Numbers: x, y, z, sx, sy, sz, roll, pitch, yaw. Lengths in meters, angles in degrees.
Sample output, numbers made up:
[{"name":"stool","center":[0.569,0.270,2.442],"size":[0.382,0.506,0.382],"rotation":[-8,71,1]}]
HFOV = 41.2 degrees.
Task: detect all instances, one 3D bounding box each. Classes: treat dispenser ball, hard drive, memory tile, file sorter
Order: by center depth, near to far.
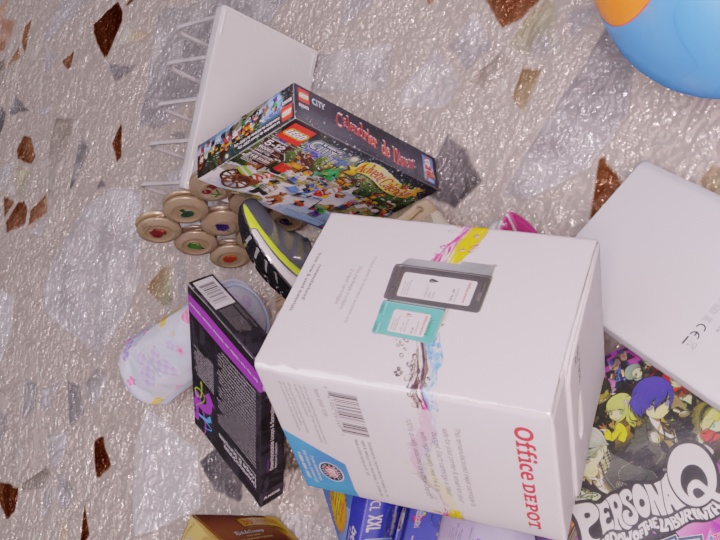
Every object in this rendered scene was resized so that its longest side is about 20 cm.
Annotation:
[{"name":"treat dispenser ball","center":[0.261,-0.223,0.668],"size":[0.199,0.199,0.205],"rotation":[-14,68,40]},{"name":"hard drive","center":[0.240,0.007,0.701],"size":[0.132,0.026,0.200],"rotation":[-48,40,-2]},{"name":"memory tile","center":[-0.135,-0.063,1.038],"size":[0.199,0.152,0.017],"rotation":[-31,52,36]},{"name":"file sorter","center":[-0.156,-0.175,1.104],"size":[0.123,0.137,0.204],"rotation":[5,82,47]}]

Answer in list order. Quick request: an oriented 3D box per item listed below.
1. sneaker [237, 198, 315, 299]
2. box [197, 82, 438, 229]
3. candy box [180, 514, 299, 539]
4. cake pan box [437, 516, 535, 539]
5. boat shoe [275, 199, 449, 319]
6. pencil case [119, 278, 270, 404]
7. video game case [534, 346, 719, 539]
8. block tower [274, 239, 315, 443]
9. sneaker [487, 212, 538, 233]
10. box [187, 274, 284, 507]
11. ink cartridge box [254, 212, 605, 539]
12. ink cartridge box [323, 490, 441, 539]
[{"name":"sneaker","center":[-0.039,0.000,0.934],"size":[0.081,0.200,0.074],"rotation":[-47,5,-17]},{"name":"box","center":[-0.038,-0.098,0.921],"size":[0.135,0.198,0.038],"rotation":[-24,60,37]},{"name":"candy box","center":[-0.077,0.307,0.901],"size":[0.199,0.116,0.057],"rotation":[30,100,44]},{"name":"cake pan box","center":[0.138,0.249,0.757],"size":[0.182,0.052,0.204],"rotation":[9,85,47]},{"name":"boat shoe","center":[0.000,0.000,0.876],"size":[0.065,0.198,0.072],"rotation":[54,160,15]},{"name":"pencil case","center":[-0.191,0.085,1.101],"size":[0.198,0.083,0.091],"rotation":[-28,102,35]},{"name":"video game case","center":[0.209,0.135,0.676],"size":[0.198,0.036,0.183],"rotation":[-28,44,22]},{"name":"block tower","center":[-0.049,0.074,0.985],"size":[0.057,0.054,0.204],"rotation":[-22,63,37]},{"name":"sneaker","center":[0.099,0.052,0.828],"size":[0.087,0.081,0.203],"rotation":[-13,53,48]},{"name":"box","center":[-0.127,0.125,0.982],"size":[0.143,0.036,0.203],"rotation":[42,139,38]},{"name":"ink cartridge box","center":[0.058,0.069,0.664],"size":[0.197,0.148,0.147],"rotation":[7,49,23]},{"name":"ink cartridge box","center":[0.017,0.161,0.812],"size":[0.201,0.075,0.139],"rotation":[-119,32,-54]}]
